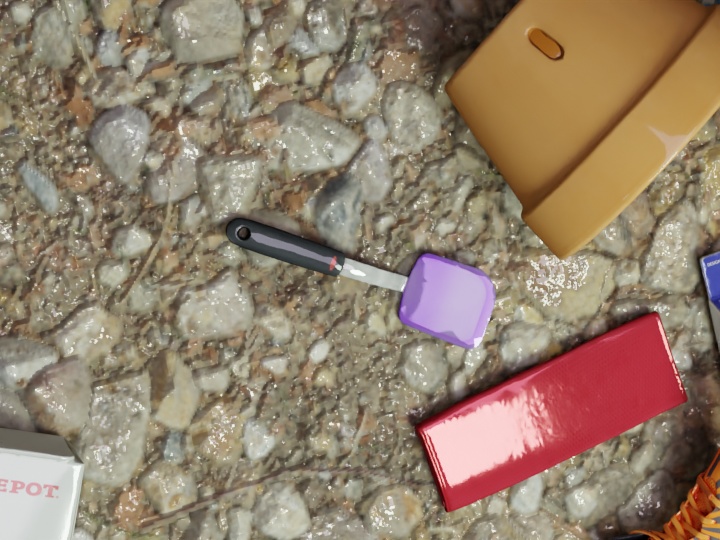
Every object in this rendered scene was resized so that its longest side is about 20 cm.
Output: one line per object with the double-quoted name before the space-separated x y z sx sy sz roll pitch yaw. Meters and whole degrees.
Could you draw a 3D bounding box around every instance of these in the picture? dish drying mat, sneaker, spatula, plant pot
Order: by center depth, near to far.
"plant pot" 0.151 -0.127 1.396 0.140 0.200 0.200 43 85 -1
"spatula" 0.000 0.000 1.449 0.199 0.021 0.057 19 95 -18
"sneaker" 0.240 0.189 1.499 0.112 0.078 0.201 -2 120 -14
"dish drying mat" 0.139 0.102 1.509 0.199 0.018 0.077 -25 106 -12

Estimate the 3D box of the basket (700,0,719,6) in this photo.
"basket" 0.336 -0.230 1.431 0.139 0.176 0.200 29 93 -28

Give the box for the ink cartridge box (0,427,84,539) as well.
"ink cartridge box" -0.272 0.202 1.367 0.145 0.084 0.201 10 96 -18

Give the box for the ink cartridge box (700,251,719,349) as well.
"ink cartridge box" 0.319 0.073 1.541 0.094 0.037 0.201 -18 102 -12
